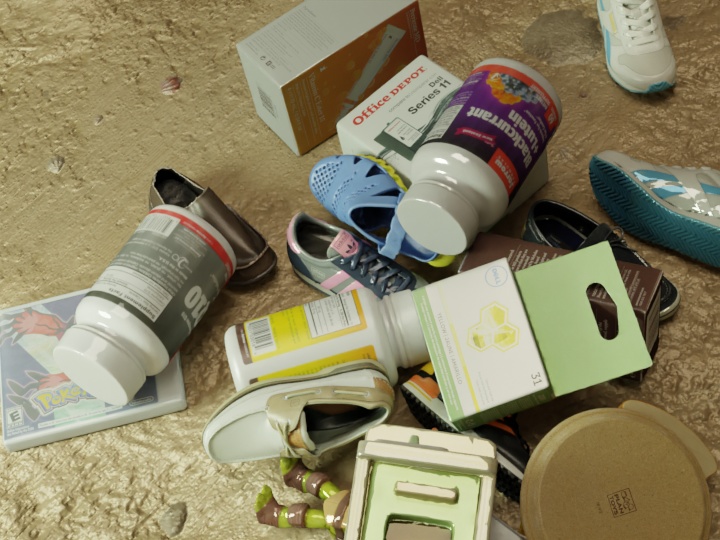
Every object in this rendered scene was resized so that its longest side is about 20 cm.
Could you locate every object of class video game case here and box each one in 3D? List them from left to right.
[{"bbox_3d":[-0.297,0.096,1.779,0.199,0.023,0.183,-14,52,1],"label":"video game case"}]

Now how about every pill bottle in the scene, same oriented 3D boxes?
[{"bbox_3d":[-0.229,0.038,1.725,0.113,0.114,0.200,21,60,24],"label":"pill bottle"},{"bbox_3d":[-0.033,0.084,1.679,0.199,0.109,0.110,-16,52,-1],"label":"pill bottle"},{"bbox_3d":[0.120,-0.116,1.690,0.111,0.112,0.200,20,59,24],"label":"pill bottle"}]

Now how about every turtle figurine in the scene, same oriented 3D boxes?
[{"bbox_3d":[-0.013,0.229,1.596,0.161,0.064,0.201,16,66,31],"label":"turtle figurine"}]

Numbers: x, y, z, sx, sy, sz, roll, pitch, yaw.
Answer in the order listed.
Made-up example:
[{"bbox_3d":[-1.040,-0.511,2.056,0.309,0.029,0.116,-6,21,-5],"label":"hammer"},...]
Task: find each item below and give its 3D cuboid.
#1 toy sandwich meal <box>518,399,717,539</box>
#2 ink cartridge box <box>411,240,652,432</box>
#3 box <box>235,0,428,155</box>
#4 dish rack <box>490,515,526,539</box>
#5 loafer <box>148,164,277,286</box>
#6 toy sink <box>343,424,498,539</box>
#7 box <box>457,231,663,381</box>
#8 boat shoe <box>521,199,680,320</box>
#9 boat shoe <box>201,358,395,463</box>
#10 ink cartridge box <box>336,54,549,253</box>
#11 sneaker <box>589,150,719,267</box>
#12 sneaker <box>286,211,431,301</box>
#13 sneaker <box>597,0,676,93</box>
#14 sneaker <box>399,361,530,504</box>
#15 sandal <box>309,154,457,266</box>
[{"bbox_3d":[0.239,0.218,1.535,0.204,0.070,0.206,2,75,-8],"label":"toy sandwich meal"},{"bbox_3d":[0.165,0.056,1.579,0.199,0.048,0.146,-20,64,9],"label":"ink cartridge box"},{"bbox_3d":[-0.029,-0.251,1.919,0.200,0.125,0.097,-35,55,-14],"label":"box"},{"bbox_3d":[0.084,0.310,1.529,0.171,0.044,0.200,34,66,31],"label":"dish rack"},{"bbox_3d":[-0.177,-0.052,1.833,0.200,0.071,0.073,33,66,30],"label":"loafer"},{"bbox_3d":[0.055,0.222,1.475,0.130,0.112,0.201,8,63,5],"label":"toy sink"},{"bbox_3d":[0.204,0.036,1.666,0.199,0.100,0.075,13,44,21],"label":"box"},{"bbox_3d":[0.251,-0.012,1.723,0.075,0.062,0.200,-41,58,-21],"label":"boat shoe"},{"bbox_3d":[-0.063,0.147,1.605,0.199,0.075,0.068,-22,28,2],"label":"boat shoe"},{"bbox_3d":[0.091,-0.134,1.832,0.147,0.083,0.200,-41,56,-19],"label":"ink cartridge box"},{"bbox_3d":[0.338,-0.076,1.743,0.199,0.077,0.081,30,56,22],"label":"sneaker"},{"bbox_3d":[0.000,0.000,1.752,0.199,0.082,0.070,22,61,25],"label":"sneaker"},{"bbox_3d":[0.318,-0.291,1.905,0.076,0.081,0.201,-13,53,-1],"label":"sneaker"},{"bbox_3d":[0.132,0.149,1.621,0.090,0.070,0.200,-42,55,-16],"label":"sneaker"},{"bbox_3d":[0.014,-0.068,1.753,0.200,0.080,0.087,30,24,35],"label":"sandal"}]
